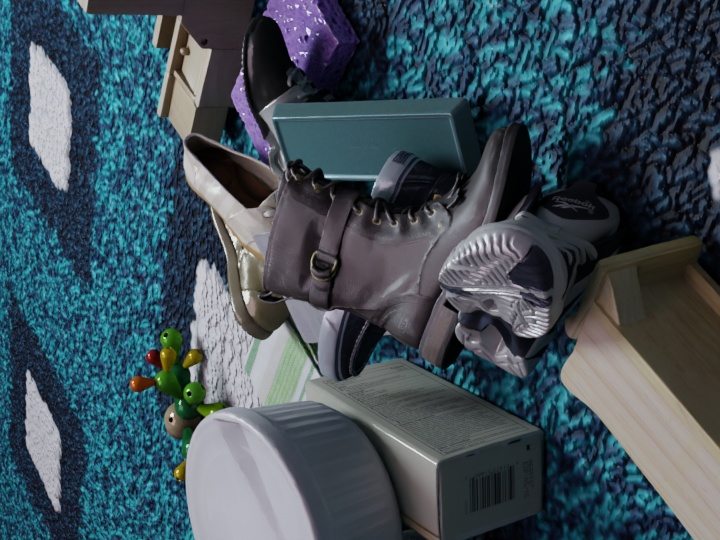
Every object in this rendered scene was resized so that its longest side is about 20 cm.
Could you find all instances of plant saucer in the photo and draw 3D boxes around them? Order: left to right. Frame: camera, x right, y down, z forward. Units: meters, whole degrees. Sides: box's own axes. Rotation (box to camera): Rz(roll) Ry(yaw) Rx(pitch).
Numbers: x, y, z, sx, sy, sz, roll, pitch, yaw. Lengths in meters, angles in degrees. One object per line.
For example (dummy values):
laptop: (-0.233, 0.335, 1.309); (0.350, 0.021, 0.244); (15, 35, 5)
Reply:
plant saucer: (0.008, -0.101, 0.994); (0.199, 0.019, 0.070); (4, 121, 39)

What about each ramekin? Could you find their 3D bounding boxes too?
ramekin: (-0.050, 0.196, 0.981); (0.202, 0.094, 0.203); (25, 122, 49)

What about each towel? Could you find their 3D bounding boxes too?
towel: (-0.055, 0.132, 1.262); (0.200, 0.031, 0.149); (58, 147, 29)

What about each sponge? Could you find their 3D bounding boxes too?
sponge: (-0.065, -0.189, 1.164); (0.112, 0.030, 0.200); (63, 146, 24)

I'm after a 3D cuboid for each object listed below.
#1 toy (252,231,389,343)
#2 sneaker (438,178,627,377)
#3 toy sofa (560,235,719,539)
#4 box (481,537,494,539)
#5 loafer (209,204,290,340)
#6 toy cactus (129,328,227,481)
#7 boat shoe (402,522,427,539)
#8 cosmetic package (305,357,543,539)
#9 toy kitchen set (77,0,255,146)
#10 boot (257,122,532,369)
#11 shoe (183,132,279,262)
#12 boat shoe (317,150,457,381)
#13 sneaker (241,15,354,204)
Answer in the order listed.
toy: (0.000, 0.000, 1.083); (0.200, 0.047, 0.115); (-7, 112, 52)
sneaker: (0.117, -0.018, 0.792); (0.079, 0.130, 0.199); (26, 164, 20)
toy sofa: (0.209, 0.082, 0.720); (0.200, 0.083, 0.098); (54, 147, 37)
box: (0.123, 0.338, 0.999); (0.137, 0.038, 0.201); (33, 127, 52)
loafer: (-0.099, -0.027, 1.240); (0.067, 0.076, 0.201); (-24, 62, 17)
toy cactus: (-0.219, 0.178, 1.508); (0.200, 0.102, 0.165); (62, 157, 12)
boat shoe: (0.037, 0.254, 1.046); (0.200, 0.071, 0.070); (-156, 70, -81)
cosmetic package: (0.047, 0.140, 1.002); (0.200, 0.103, 0.073); (23, 119, 57)
toy kitchen set: (-0.232, -0.249, 1.281); (0.163, 0.180, 0.200); (54, 138, 39)
boot: (0.017, -0.038, 0.890); (0.174, 0.069, 0.201); (27, 105, 19)
shoe: (-0.102, -0.066, 1.186); (0.200, 0.070, 0.053); (37, 153, 26)
boat shoe: (0.034, 0.014, 0.961); (0.091, 0.071, 0.201); (26, 115, 15)
sneaker: (-0.042, -0.131, 1.088); (0.088, 0.074, 0.201); (-4, 117, 25)
